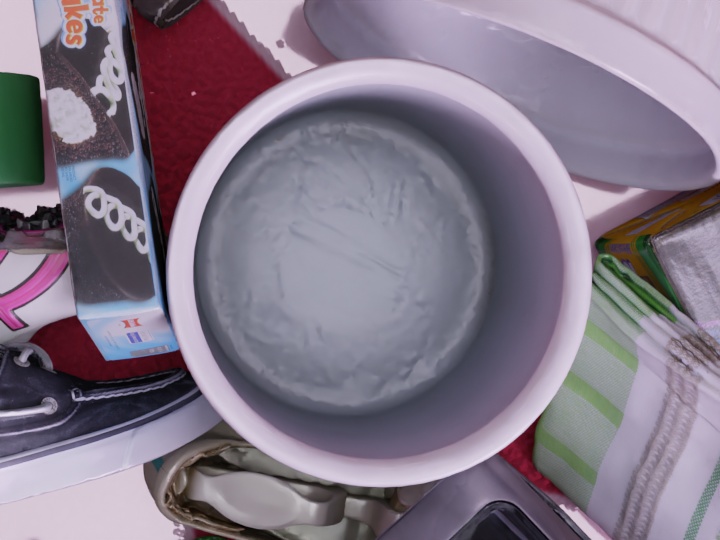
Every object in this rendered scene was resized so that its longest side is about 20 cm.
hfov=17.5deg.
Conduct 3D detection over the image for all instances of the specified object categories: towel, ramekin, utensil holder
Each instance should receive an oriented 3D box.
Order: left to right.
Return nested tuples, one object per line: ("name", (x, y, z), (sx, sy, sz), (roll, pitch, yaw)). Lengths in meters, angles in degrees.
("utensil holder", (0.000, 0.000, 1.015), (0.168, 0.200, 0.172), (0, 90, -5))
("ramekin", (0.085, -0.123, 1.026), (0.199, 0.200, 0.106), (24, 80, -5))
("towel", (0.154, 0.104, 1.024), (0.031, 0.150, 0.200), (-28, 56, -33))

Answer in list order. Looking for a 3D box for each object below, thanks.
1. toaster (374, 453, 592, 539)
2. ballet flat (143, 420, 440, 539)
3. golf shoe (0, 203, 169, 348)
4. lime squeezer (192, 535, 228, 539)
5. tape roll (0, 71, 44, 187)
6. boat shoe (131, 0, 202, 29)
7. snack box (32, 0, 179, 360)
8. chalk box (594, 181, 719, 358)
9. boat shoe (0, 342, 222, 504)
("toaster", (0.088, 0.190, 0.995), (0.119, 0.200, 0.181), (-44, 68, 1))
("ballet flat", (-0.005, 0.114, 1.084), (0.198, 0.069, 0.070), (13, 90, -5))
("golf shoe", (-0.180, 0.020, 1.068), (0.198, 0.073, 0.093), (-8, 98, 4))
("lime squeezer", (-0.062, 0.170, 1.095), (0.200, 0.038, 0.071), (38, 88, -5))
("tape roll", (-0.234, -0.055, 0.993), (0.199, 0.200, 0.049), (-3, 91, -5))
("boat shoe", (-0.025, -0.176, 1.075), (0.200, 0.072, 0.060), (-43, 91, -8))
("snack box", (-0.109, -0.070, 0.978), (0.037, 0.116, 0.202), (-9, 81, -2))
("chalk box", (0.214, 0.046, 1.074), (0.124, 0.124, 0.201), (-27, 94, -5))
("boat shoe", (-0.154, 0.063, 1.021), (0.199, 0.072, 0.068), (-14, 95, -22))
